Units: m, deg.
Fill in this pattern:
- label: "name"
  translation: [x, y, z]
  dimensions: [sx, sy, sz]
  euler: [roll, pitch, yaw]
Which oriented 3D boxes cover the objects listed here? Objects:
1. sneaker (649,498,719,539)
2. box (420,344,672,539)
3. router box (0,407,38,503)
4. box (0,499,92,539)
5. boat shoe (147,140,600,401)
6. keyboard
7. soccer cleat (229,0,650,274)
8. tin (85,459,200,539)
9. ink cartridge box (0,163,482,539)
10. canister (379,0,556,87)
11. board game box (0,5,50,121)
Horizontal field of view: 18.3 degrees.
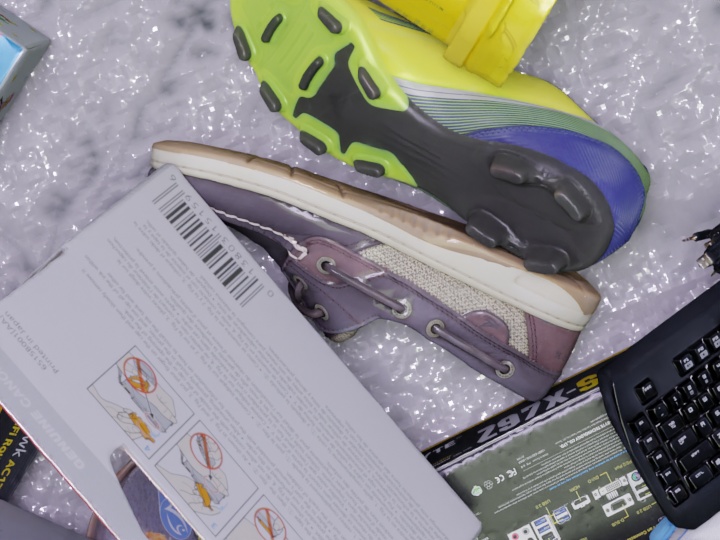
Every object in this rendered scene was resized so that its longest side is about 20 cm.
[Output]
- label: "sneaker"
  translation: [0.119, 0.150, 0.905]
  dimensions: [0.199, 0.087, 0.075]
  euler: [-29, 95, 2]
- label: "box"
  translation: [0.111, 0.127, 0.968]
  dimensions: [0.199, 0.049, 0.160]
  euler: [-27, 99, 4]
- label: "router box"
  translation: [-0.220, 0.099, 0.920]
  dimensions: [0.051, 0.149, 0.200]
  euler: [36, 99, 33]
- label: "box"
  translation: [-0.087, 0.188, 0.887]
  dimensions: [0.199, 0.152, 0.107]
  euler: [24, 92, -2]
- label: "boat shoe"
  translation: [0.000, 0.000, 0.942]
  dimensions: [0.199, 0.072, 0.065]
  euler: [20, 95, -6]
- label: "keyboard"
  translation: [0.184, 0.012, 0.918]
  dimensions: [0.200, 0.040, 0.104]
  euler: [-35, 95, -20]
- label: "soccer cleat"
  translation: [0.032, -0.070, 0.941]
  dimensions: [0.200, 0.084, 0.065]
  euler: [35, 126, 13]
- label: "tin"
  translation: [-0.059, 0.166, 0.981]
  dimensions: [0.111, 0.042, 0.201]
  euler: [-3, 97, 5]
- label: "ink cartridge box"
  translation: [-0.058, 0.074, 0.856]
  dimensions: [0.200, 0.174, 0.044]
  euler: [49, 125, -3]
- label: "canister"
  translation: [0.010, -0.188, 0.895]
  dimensions: [0.200, 0.087, 0.149]
  euler: [32, 73, -1]
- label: "board game box"
  translation: [-0.254, -0.089, 0.938]
  dimensions: [0.200, 0.064, 0.148]
  euler: [33, 98, -4]
